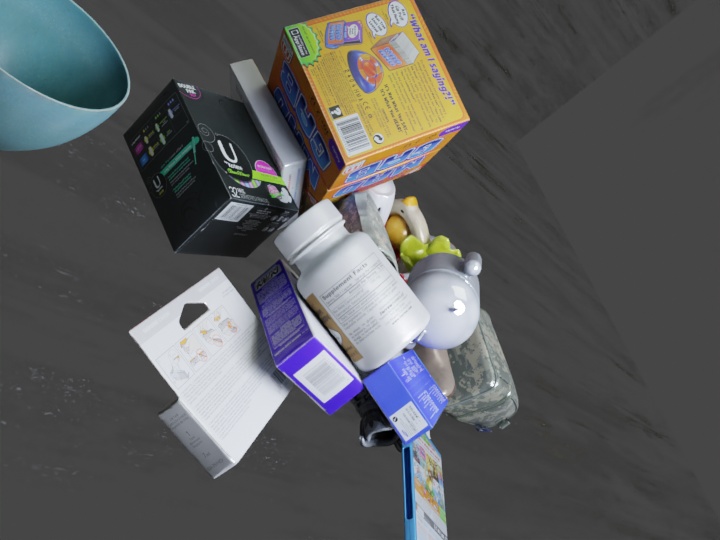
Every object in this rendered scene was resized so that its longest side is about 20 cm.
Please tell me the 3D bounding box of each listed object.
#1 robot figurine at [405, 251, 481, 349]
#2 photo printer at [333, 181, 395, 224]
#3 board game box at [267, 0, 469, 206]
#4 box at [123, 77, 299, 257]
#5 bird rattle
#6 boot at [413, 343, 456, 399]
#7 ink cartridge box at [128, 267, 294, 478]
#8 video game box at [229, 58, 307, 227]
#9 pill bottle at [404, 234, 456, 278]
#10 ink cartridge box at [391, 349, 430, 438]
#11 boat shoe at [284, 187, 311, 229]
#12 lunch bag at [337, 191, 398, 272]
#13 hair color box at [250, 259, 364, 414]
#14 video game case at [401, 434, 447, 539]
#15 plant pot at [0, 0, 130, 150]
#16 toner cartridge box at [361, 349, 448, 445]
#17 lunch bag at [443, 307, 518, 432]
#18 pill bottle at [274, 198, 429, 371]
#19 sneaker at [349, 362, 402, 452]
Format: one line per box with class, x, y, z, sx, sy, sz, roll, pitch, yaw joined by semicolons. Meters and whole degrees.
robot figurine;0.117;0.043;0.935;0.112;0.170;0.200;35;19;-2
photo printer;-0.007;-0.134;1.128;0.069;0.167;0.201;5;46;-24
board game box;-0.001;-0.239;0.937;0.198;0.200;0.202;-23;85;-19
box;-0.208;-0.137;0.892;0.148;0.124;0.201;4;53;-59
bird rattle;0.078;-0.042;1.115;0.112;0.200;0.165;-13;87;-23
boot;0.111;0.111;1.052;0.200;0.069;0.148;-119;-155;-78
ink cartridge box;-0.168;0.108;0.744;0.177;0.045;0.200;52;25;-6
video game box;-0.152;-0.195;1.017;0.046;0.183;0.201;-21;70;-22
pill bottle;0.115;-0.021;1.307;0.199;0.112;0.113;8;50;-55
ink cartridge box;0.056;0.165;1.073;0.162;0.050;0.201;-83;149;-56
boat shoe;-0.085;-0.102;1.111;0.075;0.074;0.201;27;35;-35
lunch bag;0.000;0.000;0.968;0.165;0.116;0.202;-101;-173;-54
hair color box;-0.074;0.080;0.831;0.109;0.065;0.200;49;6;-32
video game case;0.088;0.315;0.868;0.144;0.018;0.201;57;24;-43
plant pot;-0.375;-0.209;0.689;0.200;0.134;0.201;40;28;-26
toner cartridge box;0.066;0.163;0.855;0.095;0.043;0.200;56;10;10
lunch bag;0.207;0.180;1.179;0.167;0.139;0.201;34;34;-46
pill bottle;-0.014;0.016;0.806;0.201;0.114;0.114;52;26;0
sneaker;0.006;0.177;0.914;0.200;0.075;0.114;44;24;-25
